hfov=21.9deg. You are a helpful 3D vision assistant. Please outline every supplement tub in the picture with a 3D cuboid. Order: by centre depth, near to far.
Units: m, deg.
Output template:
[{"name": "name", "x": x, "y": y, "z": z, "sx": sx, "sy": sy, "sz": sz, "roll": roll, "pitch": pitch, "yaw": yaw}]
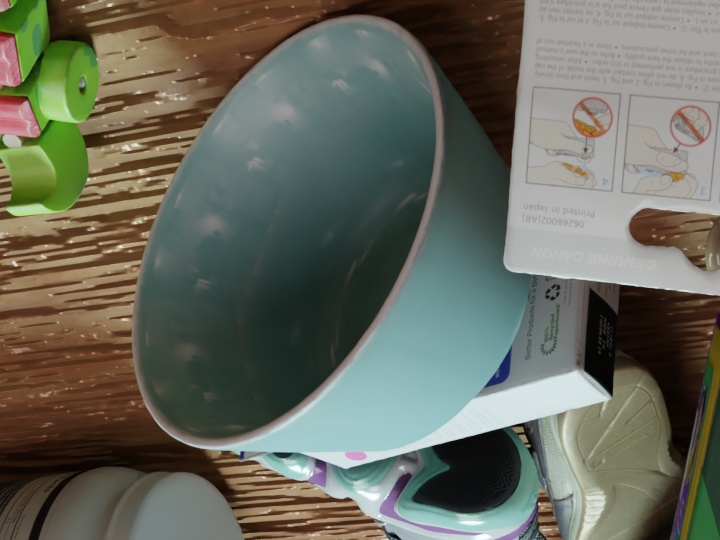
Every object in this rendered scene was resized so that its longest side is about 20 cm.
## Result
[{"name": "supplement tub", "x": -0.178, "y": 0.189, "z": 1.079, "sx": 0.199, "sy": 0.141, "sz": 0.141, "roll": -10, "pitch": 128, "yaw": 28}]

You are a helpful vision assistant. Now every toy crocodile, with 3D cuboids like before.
[{"name": "toy crocodile", "x": -0.166, "y": -0.113, "z": 0.847, "sx": 0.067, "sy": 0.062, "sz": 0.201, "roll": 6, "pitch": 133, "yaw": 14}]

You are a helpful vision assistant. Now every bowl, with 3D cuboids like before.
[{"name": "bowl", "x": 0.000, "y": 0.000, "z": 0.824, "sx": 0.105, "sy": 0.202, "sz": 0.200, "roll": 28, "pitch": 138, "yaw": -34}]

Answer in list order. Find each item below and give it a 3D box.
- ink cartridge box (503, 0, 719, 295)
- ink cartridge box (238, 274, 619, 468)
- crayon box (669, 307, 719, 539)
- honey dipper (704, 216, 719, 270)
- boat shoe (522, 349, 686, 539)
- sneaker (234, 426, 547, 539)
[{"name": "ink cartridge box", "x": 0.143, "y": -0.093, "z": 0.701, "sx": 0.161, "sy": 0.050, "sz": 0.201, "roll": 7, "pitch": 103, "yaw": 14}, {"name": "ink cartridge box", "x": 0.031, "y": 0.036, "z": 0.887, "sx": 0.199, "sy": 0.095, "sz": 0.037, "roll": -17, "pitch": 139, "yaw": 34}, {"name": "crayon box", "x": 0.164, "y": 0.101, "z": 0.789, "sx": 0.058, "sy": 0.200, "sz": 0.173, "roll": 11, "pitch": 93, "yaw": 10}, {"name": "honey dipper", "x": 0.226, "y": 0.006, "z": 0.768, "sx": 0.200, "sy": 0.038, "sz": 0.038, "roll": 15, "pitch": 146, "yaw": 53}, {"name": "boat shoe", "x": 0.120, "y": 0.090, "z": 0.934, "sx": 0.072, "sy": 0.065, "sz": 0.200, "roll": -28, "pitch": 142, "yaw": -4}, {"name": "sneaker", "x": 0.008, "y": 0.106, "z": 0.985, "sx": 0.199, "sy": 0.078, "sz": 0.140, "roll": 25, "pitch": 161, "yaw": 26}]
